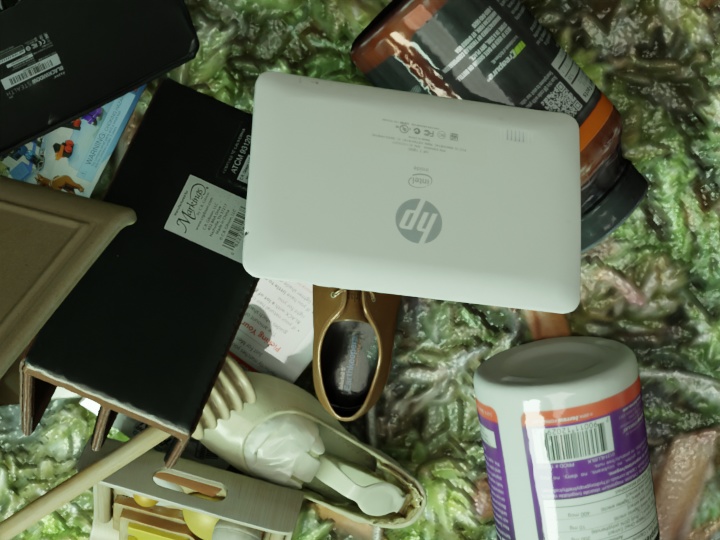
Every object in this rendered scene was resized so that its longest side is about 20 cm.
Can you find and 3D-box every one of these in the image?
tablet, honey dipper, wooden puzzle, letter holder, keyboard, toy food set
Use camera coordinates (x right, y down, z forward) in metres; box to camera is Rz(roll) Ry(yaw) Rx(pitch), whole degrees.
[{"bbox_3d":[0.033,-0.046,0.934,0.200,0.014,0.130,7,69,-10],"label":"tablet"},{"bbox_3d":[-0.155,0.120,0.981,0.200,0.038,0.038,-34,102,-17],"label":"honey dipper"},{"bbox_3d":[-0.243,0.016,0.857,0.185,0.200,0.037,15,138,28],"label":"wooden puzzle"},{"bbox_3d":[-0.120,0.014,0.968,0.101,0.142,0.200,23,64,-3],"label":"letter holder"},{"bbox_3d":[-0.197,-0.128,0.905,0.200,0.040,0.104,-29,119,-17],"label":"keyboard"},{"bbox_3d":[-0.121,0.184,1.084,0.143,0.200,0.060,15,60,-1],"label":"toy food set"}]

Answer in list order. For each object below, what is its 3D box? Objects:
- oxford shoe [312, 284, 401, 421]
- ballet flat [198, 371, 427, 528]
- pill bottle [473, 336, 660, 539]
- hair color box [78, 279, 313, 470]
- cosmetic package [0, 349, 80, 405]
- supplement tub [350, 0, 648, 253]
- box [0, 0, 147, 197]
[{"bbox_3d":[0.000,0.000,1.015,0.071,0.071,0.200,0,101,2],"label":"oxford shoe"},{"bbox_3d":[-0.030,0.126,1.069,0.200,0.069,0.069,30,106,-37],"label":"ballet flat"},{"bbox_3d":[0.145,0.155,1.089,0.111,0.111,0.200,-8,104,4],"label":"pill bottle"},{"bbox_3d":[-0.089,0.038,1.093,0.111,0.064,0.200,37,101,-8],"label":"hair color box"},{"bbox_3d":[-0.281,0.049,1.083,0.200,0.105,0.071,-7,106,6],"label":"cosmetic package"},{"bbox_3d":[0.094,-0.103,1.027,0.107,0.107,0.200,-41,99,11],"label":"supplement tub"},{"bbox_3d":[-0.221,-0.090,0.973,0.137,0.038,0.200,22,112,-21],"label":"box"}]
